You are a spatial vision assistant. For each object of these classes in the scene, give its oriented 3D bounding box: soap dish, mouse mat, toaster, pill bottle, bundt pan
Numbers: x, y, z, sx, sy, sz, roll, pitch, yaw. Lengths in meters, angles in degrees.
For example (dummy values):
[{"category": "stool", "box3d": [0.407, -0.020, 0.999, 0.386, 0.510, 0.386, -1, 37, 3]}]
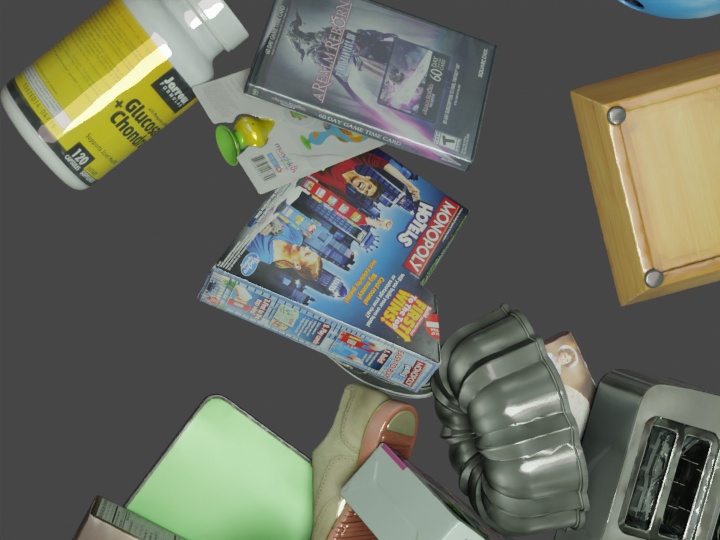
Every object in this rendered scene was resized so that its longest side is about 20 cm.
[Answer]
[{"category": "soap dish", "box3d": [0.284, -0.082, 1.392, 0.157, 0.081, 0.200, -15, 97, -2]}, {"category": "mouse mat", "box3d": [-0.129, 0.231, 1.434, 0.161, 0.008, 0.200, 37, 91, -6]}, {"category": "toaster", "box3d": [0.286, 0.184, 1.379, 0.181, 0.119, 0.200, 17, 88, -12]}, {"category": "pill bottle", "box3d": [-0.197, -0.169, 1.343, 0.200, 0.112, 0.112, -38, 96, 1]}, {"category": "bundt pan", "box3d": [0.117, 0.135, 1.336, 0.076, 0.202, 0.202, -17, 96, -12]}]

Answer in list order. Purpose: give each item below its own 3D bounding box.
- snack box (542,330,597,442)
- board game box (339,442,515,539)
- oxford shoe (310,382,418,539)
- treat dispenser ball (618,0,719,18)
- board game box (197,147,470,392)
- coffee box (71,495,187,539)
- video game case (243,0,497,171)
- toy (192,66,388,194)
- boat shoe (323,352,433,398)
[{"category": "snack box", "box3d": [0.198, 0.159, 1.436, 0.072, 0.024, 0.200, -25, 96, -2]}, {"category": "board game box", "box3d": [0.093, 0.246, 1.343, 0.064, 0.148, 0.200, -49, 122, 1]}, {"category": "oxford shoe", "box3d": [-0.013, 0.196, 1.412, 0.074, 0.071, 0.200, 29, 102, 36]}, {"category": "treat dispenser ball", "box3d": [0.270, -0.310, 1.312, 0.200, 0.201, 0.201, 0, 95, -3]}, {"category": "board game box", "box3d": [0.000, 0.000, 1.355, 0.200, 0.062, 0.200, 35, 56, 1]}, {"category": "coffee box", "box3d": [-0.173, 0.298, 1.394, 0.200, 0.080, 0.115, 28, 93, -6]}, {"category": "video game case", "box3d": [0.012, -0.172, 1.355, 0.200, 0.019, 0.143, 19, 53, -6]}, {"category": "toy", "box3d": [-0.035, -0.133, 1.354, 0.200, 0.047, 0.115, -22, 68, -31]}, {"category": "boat shoe", "box3d": [-0.009, 0.052, 1.395, 0.200, 0.066, 0.070, 35, 93, -5]}]
